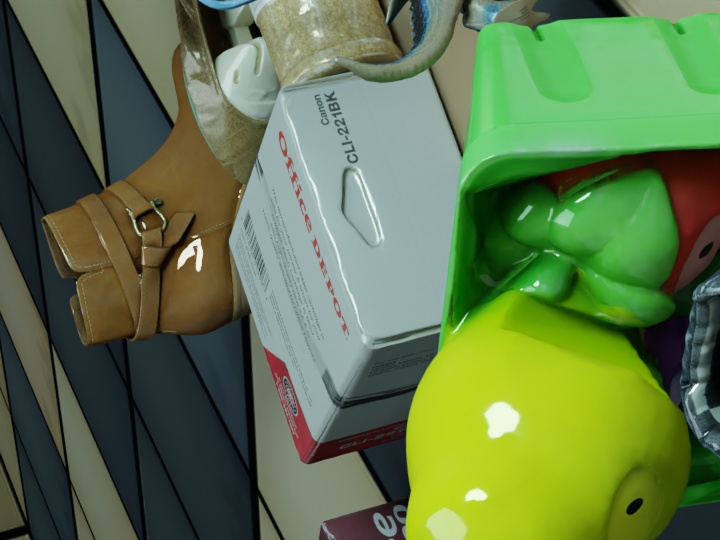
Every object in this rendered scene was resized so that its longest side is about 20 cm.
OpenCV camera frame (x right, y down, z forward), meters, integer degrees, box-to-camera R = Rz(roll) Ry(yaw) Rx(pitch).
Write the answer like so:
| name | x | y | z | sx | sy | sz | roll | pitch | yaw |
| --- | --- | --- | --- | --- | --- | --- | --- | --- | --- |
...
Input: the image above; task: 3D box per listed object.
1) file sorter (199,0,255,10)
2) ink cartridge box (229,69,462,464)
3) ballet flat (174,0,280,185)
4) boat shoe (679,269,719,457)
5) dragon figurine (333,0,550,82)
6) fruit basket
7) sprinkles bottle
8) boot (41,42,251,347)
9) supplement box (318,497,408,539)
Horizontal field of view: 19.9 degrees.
| name | x | y | z | sx | sy | sz | roll | pitch | yaw |
| --- | --- | --- | --- | --- | --- | --- | --- | --- | --- |
| file sorter | -0.071 | -0.210 | 0.922 | 0.200 | 0.123 | 0.139 | 17 | -128 | -72 |
| ink cartridge box | 0.000 | 0.000 | 1.084 | 0.200 | 0.084 | 0.144 | 116 | 137 | -67 |
| ballet flat | -0.075 | -0.154 | 1.256 | 0.072 | 0.068 | 0.200 | -20 | 81 | 54 |
| boat shoe | 0.155 | -0.003 | 0.569 | 0.200 | 0.091 | 0.071 | 104 | 147 | -58 |
| dragon figurine | 0.032 | -0.129 | 0.780 | 0.099 | 0.200 | 0.059 | 15 | 146 | 39 |
| fruit basket | 0.084 | 0.035 | 0.715 | 0.216 | 0.155 | 0.216 | 177 | 90 | -83 |
| sprinkles bottle | -0.040 | -0.184 | 1.083 | 0.068 | 0.068 | 0.200 | 118 | 135 | -66 |
| boot | -0.138 | -0.052 | 1.358 | 0.077 | 0.155 | 0.200 | 153 | 101 | -73 |
| supplement box | 0.013 | 0.241 | 1.288 | 0.200 | 0.061 | 0.109 | 99 | 151 | -55 |
